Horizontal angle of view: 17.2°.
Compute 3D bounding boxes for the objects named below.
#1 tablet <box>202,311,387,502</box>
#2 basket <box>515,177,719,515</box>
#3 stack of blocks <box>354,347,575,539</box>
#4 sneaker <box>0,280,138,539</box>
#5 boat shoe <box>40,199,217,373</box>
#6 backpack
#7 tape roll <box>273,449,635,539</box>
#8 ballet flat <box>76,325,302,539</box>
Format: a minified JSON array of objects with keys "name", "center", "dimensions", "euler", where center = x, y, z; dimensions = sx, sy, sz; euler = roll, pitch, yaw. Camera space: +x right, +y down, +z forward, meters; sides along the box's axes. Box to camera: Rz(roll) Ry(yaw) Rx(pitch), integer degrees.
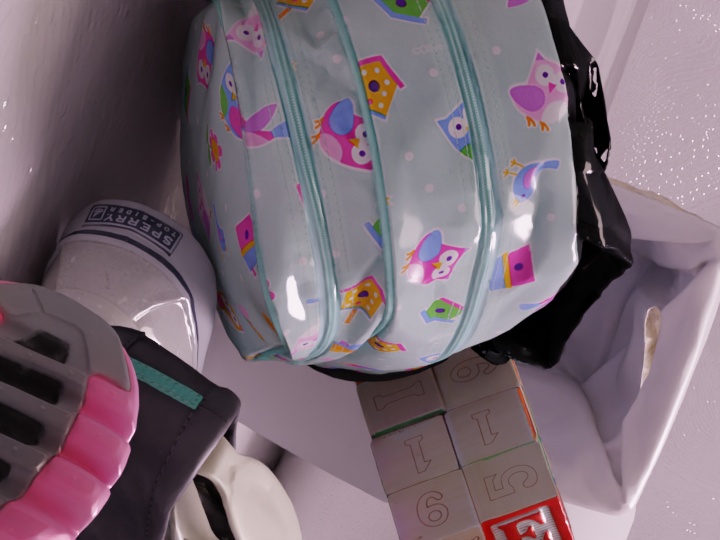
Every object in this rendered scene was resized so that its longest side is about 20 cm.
[{"name":"tablet","center":[0.000,0.000,0.927],"dimensions":[0.014,0.130,0.201],"euler":[-44,156,-48]},{"name":"basket","center":[0.051,0.004,1.059],"dimensions":[0.123,0.199,0.136],"euler":[-59,170,-79]},{"name":"stack of blocks","center":[0.053,0.117,0.848],"dimensions":[0.200,0.058,0.115],"euler":[-105,175,-49]},{"name":"sneaker","center":[-0.125,0.090,0.581],"dimensions":[0.200,0.079,0.095],"euler":[-57,178,-32]},{"name":"boat shoe","center":[-0.085,0.078,0.762],"dimensions":[0.203,0.074,0.086],"euler":[100,13,-45]},{"name":"backpack","center":[0.007,-0.034,0.755],"dimensions":[0.200,0.126,0.168],"euler":[166,-95,-80]},{"name":"tape roll","center":[0.040,0.157,1.333],"dimensions":[0.203,0.202,0.140],"euler":[98,16,-58]},{"name":"ballet flat","center":[-0.046,0.094,0.698],"dimensions":[0.201,0.073,0.073],"euler":[80,29,-48]}]
